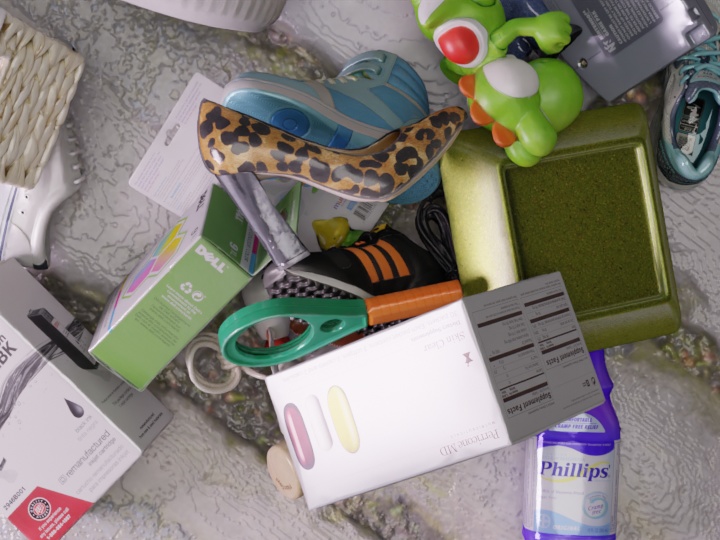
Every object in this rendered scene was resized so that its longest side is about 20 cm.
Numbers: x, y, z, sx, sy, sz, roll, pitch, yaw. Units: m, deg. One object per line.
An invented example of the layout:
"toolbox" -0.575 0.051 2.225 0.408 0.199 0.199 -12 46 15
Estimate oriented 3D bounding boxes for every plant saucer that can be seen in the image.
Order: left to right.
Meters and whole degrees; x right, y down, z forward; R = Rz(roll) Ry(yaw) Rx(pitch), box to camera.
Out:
"plant saucer" 0.176 -0.030 1.290 0.198 0.048 0.202 -11 92 -19

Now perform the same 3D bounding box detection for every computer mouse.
"computer mouse" 0.140 -0.043 1.344 0.199 0.046 0.141 -32 84 -17

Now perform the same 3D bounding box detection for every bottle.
"bottle" 0.185 0.148 1.357 0.082 0.065 0.203 3 94 1

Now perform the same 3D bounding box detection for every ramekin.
"ramekin" -0.140 -0.262 1.268 0.200 0.203 0.095 17 105 -2

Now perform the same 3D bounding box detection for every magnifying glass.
"magnifying glass" -0.016 0.039 1.249 0.198 0.080 0.023 -13 59 -6

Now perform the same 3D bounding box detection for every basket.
"basket" -0.335 -0.161 1.263 0.199 0.123 0.137 26 95 38

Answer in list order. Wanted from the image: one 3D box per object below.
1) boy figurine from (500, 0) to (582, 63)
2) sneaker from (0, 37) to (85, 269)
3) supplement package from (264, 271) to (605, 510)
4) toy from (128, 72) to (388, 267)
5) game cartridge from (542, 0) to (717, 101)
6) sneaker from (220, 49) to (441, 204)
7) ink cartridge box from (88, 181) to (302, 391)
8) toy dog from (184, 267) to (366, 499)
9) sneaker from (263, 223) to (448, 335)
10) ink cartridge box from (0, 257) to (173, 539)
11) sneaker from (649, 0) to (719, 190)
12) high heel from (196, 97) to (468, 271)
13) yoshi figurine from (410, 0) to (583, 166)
"boy figurine" 0.090 -0.245 1.322 0.200 0.064 0.125 47 132 8
"sneaker" -0.268 -0.097 1.342 0.070 0.073 0.202 17 103 -11
"supplement package" 0.057 0.093 1.207 0.199 0.155 0.112 -24 84 35
"toy" -0.085 -0.074 1.346 0.199 0.047 0.116 32 105 -10
"game cartridge" 0.196 -0.251 1.307 0.133 0.040 0.201 -31 90 39
"sneaker" -0.025 -0.141 1.301 0.198 0.132 0.080 22 136 -25
"ink cartridge box" -0.136 -0.004 1.294 0.059 0.104 0.200 39 111 -17
"toy dog" -0.042 0.099 1.319 0.132 0.096 0.201 -46 108 -32
"sneaker" 0.000 0.000 1.311 0.199 0.070 0.091 15 60 -35
"ink cartridge box" -0.283 0.113 1.324 0.200 0.084 0.144 44 111 -2
"sneaker" 0.292 -0.168 1.326 0.077 0.086 0.203 3 94 -2
"high heel" -0.022 -0.112 1.207 0.199 0.071 0.143 -35 99 -11
"yoshi figurine" 0.113 -0.181 1.259 0.111 0.112 0.202 -26 82 -1
